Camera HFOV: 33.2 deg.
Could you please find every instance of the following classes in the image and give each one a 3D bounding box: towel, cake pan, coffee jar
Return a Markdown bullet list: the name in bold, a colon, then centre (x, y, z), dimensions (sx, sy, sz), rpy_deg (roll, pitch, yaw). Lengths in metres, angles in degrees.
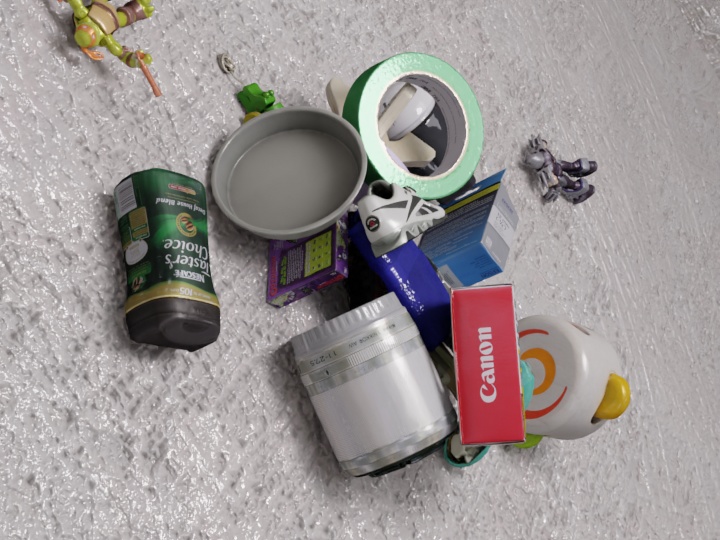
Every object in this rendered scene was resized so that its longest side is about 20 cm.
- **towel**: centre (0.051, 0.003, 1.603), dimensions (0.200, 0.050, 0.148), rpy_deg (56, 21, -9)
- **cake pan**: centre (-0.088, -0.120, 1.533), dimensions (0.037, 0.200, 0.200), rpy_deg (73, 13, -57)
- **coffee jar**: centre (-0.217, -0.009, 1.365), dimensions (0.104, 0.085, 0.200), rpy_deg (15, 58, -48)

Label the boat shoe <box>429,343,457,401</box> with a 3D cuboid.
- **boat shoe**: centre (0.089, 0.119, 1.719), dimensions (0.201, 0.063, 0.073), rpy_deg (52, 0, -26)

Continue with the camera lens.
- **camera lens**: centre (0.018, 0.146, 1.510), dimensions (0.160, 0.160, 0.200), rpy_deg (-21, 86, -56)

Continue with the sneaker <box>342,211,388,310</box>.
- **sneaker**: centre (0.000, 0.000, 1.659), dimensions (0.098, 0.071, 0.200), rpy_deg (33, 43, -37)

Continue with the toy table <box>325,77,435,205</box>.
- **toy table**: centre (0.011, -0.179, 1.712), dimensions (0.200, 0.184, 0.117), rpy_deg (44, 53, -17)

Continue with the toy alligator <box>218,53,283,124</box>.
- **toy alligator**: centre (-0.127, -0.217, 1.643), dimensions (0.200, 0.054, 0.059), rpy_deg (62, 34, -4)

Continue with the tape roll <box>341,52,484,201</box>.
- **tape roll**: centre (0.072, -0.191, 1.630), dimensions (0.200, 0.048, 0.201), rpy_deg (4, 83, -30)

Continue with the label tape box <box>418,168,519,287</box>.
- **label tape box**: centre (0.165, -0.054, 1.845), dimensions (0.066, 0.143, 0.200), rpy_deg (50, 37, -19)

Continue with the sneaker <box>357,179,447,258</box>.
- **sneaker**: centre (0.051, -0.080, 1.538), dimensions (0.089, 0.074, 0.200), rpy_deg (61, 20, 0)

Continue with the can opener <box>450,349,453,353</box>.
- **can opener**: centre (0.163, 0.103, 1.759), dimensions (0.053, 0.067, 0.200), rpy_deg (55, 3, -37)

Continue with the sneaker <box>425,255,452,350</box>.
- **sneaker**: centre (0.126, 0.060, 1.727), dimensions (0.200, 0.075, 0.087), rpy_deg (53, -5, 30)

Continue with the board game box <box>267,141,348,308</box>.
- **board game box**: centre (-0.067, -0.060, 1.564), dimensions (0.032, 0.120, 0.200), rpy_deg (35, 44, -43)

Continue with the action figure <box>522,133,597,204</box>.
- **action figure**: centre (0.367, -0.184, 2.267), dimensions (0.200, 0.069, 0.130), rpy_deg (15, 65, -44)

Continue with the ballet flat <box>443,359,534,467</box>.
- **ballet flat**: centre (0.173, 0.206, 1.658), dimensions (0.067, 0.200, 0.070), rpy_deg (42, 38, 17)

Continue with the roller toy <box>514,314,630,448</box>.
- **roller toy**: centre (0.300, 0.164, 1.846), dimensions (0.140, 0.200, 0.183), rpy_deg (18, 50, -48)

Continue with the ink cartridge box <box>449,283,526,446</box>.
- **ink cartridge box**: centre (0.162, 0.122, 1.536), dimensions (0.176, 0.084, 0.200), rpy_deg (40, 45, -80)

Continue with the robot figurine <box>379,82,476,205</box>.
- **robot figurine**: centre (0.094, -0.197, 1.866), dimensions (0.125, 0.150, 0.200), rpy_deg (-48, 113, -18)

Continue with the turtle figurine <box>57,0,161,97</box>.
- **turtle figurine**: centre (-0.303, -0.297, 1.453), dimensions (0.200, 0.064, 0.161), rpy_deg (42, 32, -16)
